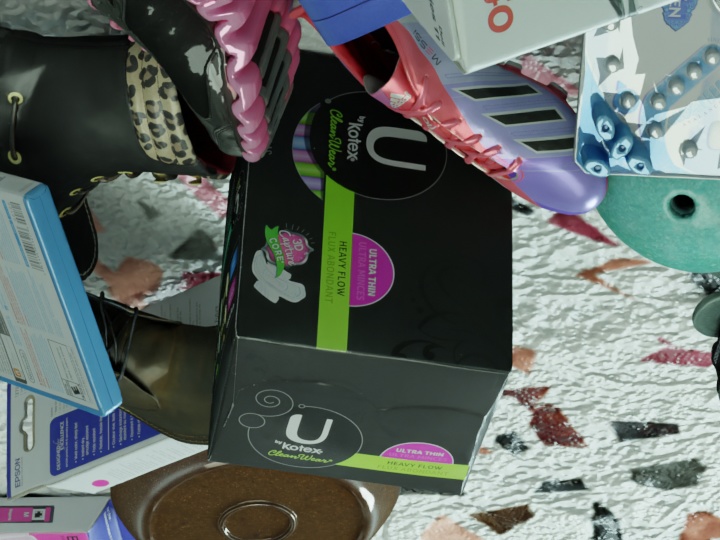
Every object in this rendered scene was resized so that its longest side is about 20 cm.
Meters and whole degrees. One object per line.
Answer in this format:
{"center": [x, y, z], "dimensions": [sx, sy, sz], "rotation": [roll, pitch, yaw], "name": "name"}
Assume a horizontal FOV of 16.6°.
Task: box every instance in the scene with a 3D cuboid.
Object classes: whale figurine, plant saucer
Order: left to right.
{"center": [-0.070, 0.161, 1.677], "dimensions": [0.200, 0.035, 0.200], "rotation": [-3, 141, -3], "name": "plant saucer"}
{"center": [0.199, -0.082, 1.296], "dimensions": [0.159, 0.104, 0.200], "rotation": [36, 126, -3], "name": "whale figurine"}

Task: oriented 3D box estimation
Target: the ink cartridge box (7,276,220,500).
{"center": [-0.134, 0.074, 1.516], "dimensions": [0.200, 0.095, 0.037], "rotation": [-21, 146, 27], "name": "ink cartridge box"}

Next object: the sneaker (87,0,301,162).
{"center": [-0.092, -0.133, 1.228], "dimensions": [0.095, 0.079, 0.200], "rotation": [5, 142, 20], "name": "sneaker"}

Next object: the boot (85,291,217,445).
{"center": [-0.129, 0.055, 1.419], "dimensions": [0.200, 0.075, 0.097], "rotation": [10, 175, 38], "name": "boot"}

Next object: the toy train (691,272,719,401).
{"center": [0.265, 0.010, 1.447], "dimensions": [0.114, 0.085, 0.200], "rotation": [-6, 141, -11], "name": "toy train"}

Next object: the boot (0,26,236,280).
{"center": [-0.142, -0.062, 1.362], "dimensions": [0.150, 0.073, 0.200], "rotation": [0, 137, 18], "name": "boot"}

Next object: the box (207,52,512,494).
{"center": [0.000, 0.000, 1.342], "dimensions": [0.148, 0.200, 0.124], "rotation": [7, 142, -7], "name": "box"}

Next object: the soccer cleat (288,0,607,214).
{"center": [0.044, -0.091, 1.273], "dimensions": [0.200, 0.077, 0.067], "rotation": [45, 137, -11], "name": "soccer cleat"}

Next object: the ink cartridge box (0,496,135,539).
{"center": [-0.238, 0.198, 1.749], "dimensions": [0.200, 0.037, 0.095], "rotation": [-3, 141, 3], "name": "ink cartridge box"}

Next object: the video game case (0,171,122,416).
{"center": [-0.222, -0.002, 1.378], "dimensions": [0.200, 0.018, 0.143], "rotation": [15, 132, 42], "name": "video game case"}

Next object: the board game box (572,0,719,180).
{"center": [0.213, -0.135, 1.219], "dimensions": [0.200, 0.026, 0.200], "rotation": [3, 111, -1], "name": "board game box"}

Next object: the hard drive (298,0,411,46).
{"center": [-0.001, -0.202, 1.137], "dimensions": [0.132, 0.025, 0.200], "rotation": [-22, 133, 14], "name": "hard drive"}

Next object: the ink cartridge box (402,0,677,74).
{"center": [0.109, -0.193, 1.095], "dimensions": [0.200, 0.083, 0.147], "rotation": [-19, 124, -12], "name": "ink cartridge box"}
